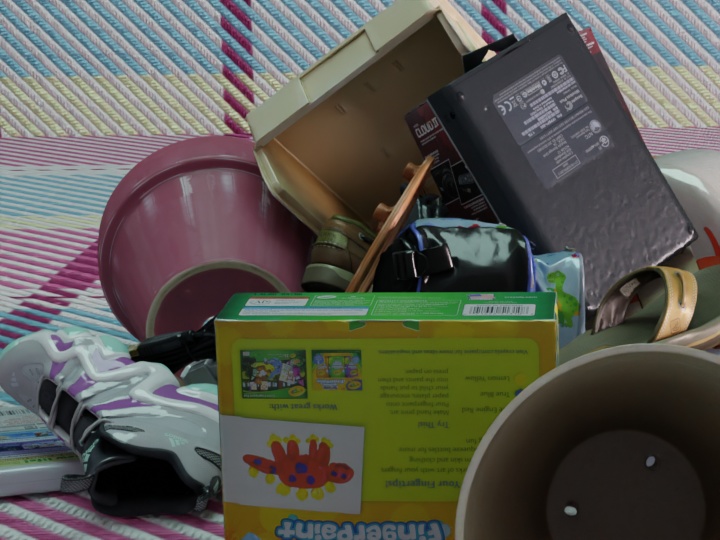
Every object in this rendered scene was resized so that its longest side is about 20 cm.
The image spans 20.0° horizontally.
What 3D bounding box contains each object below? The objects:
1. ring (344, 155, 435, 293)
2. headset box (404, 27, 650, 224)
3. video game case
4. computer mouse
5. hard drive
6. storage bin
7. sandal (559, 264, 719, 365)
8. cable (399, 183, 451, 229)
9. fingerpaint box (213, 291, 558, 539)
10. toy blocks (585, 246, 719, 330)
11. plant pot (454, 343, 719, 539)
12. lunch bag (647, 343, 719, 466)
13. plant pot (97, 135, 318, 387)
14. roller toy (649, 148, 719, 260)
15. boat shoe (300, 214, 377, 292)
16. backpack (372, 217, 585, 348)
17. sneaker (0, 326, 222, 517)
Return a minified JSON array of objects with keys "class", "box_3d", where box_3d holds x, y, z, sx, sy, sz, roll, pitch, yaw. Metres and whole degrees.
[{"class":"ring","box_3d":[0.000,0.000,1.514,0.019,0.201,0.200,29,14,3]},{"class":"headset box","box_3d":[0.139,-0.083,1.580,0.149,0.200,0.077,-25,1,-23]},{"class":"video game case","box_3d":[-0.204,0.127,1.502,0.199,0.022,0.182,-4,11,-19]},{"class":"computer mouse","box_3d":[-0.090,0.083,1.511,0.109,0.044,0.200,-20,-23,19]},{"class":"hard drive","box_3d":[0.153,-0.075,1.515,0.139,0.200,0.033,-33,3,-32]},{"class":"storage bin","box_3d":[0.040,-0.108,1.703,0.200,0.198,0.094,-36,45,14]},{"class":"sandal","box_3d":[0.179,0.028,1.294,0.200,0.054,0.080,-23,16,-35]},{"class":"cable","box_3d":[0.082,0.031,1.651,0.051,0.200,0.163,-27,-39,27]},{"class":"fingerpaint box","box_3d":[0.019,0.100,1.216,0.199,0.167,0.073,-1,13,7]},{"class":"toy blocks","box_3d":[0.241,0.036,1.527,0.199,0.100,0.137,-21,26,8]},{"class":"plant pot","box_3d":[0.146,0.133,1.068,0.187,0.188,0.200,-1,-3,4]},{"class":"lunch bag","box_3d":[0.244,0.093,1.358,0.169,0.124,0.200,-2,17,8]},{"class":"plant pot","box_3d":[-0.120,0.010,1.715,0.199,0.201,0.179,-3,26,-7]},{"class":"roller toy","box_3d":[0.266,-0.008,1.705,0.182,0.201,0.140,13,16,32]},{"class":"boat shoe","box_3d":[0.040,0.019,1.693,0.072,0.068,0.200,-1,-25,45]},{"class":"backpack","box_3d":[0.079,0.056,1.425,0.146,0.184,0.200,4,2,-5]},{"class":"sneaker","box_3d":[-0.179,0.110,1.373,0.199,0.078,0.140,15,29,15]}]
